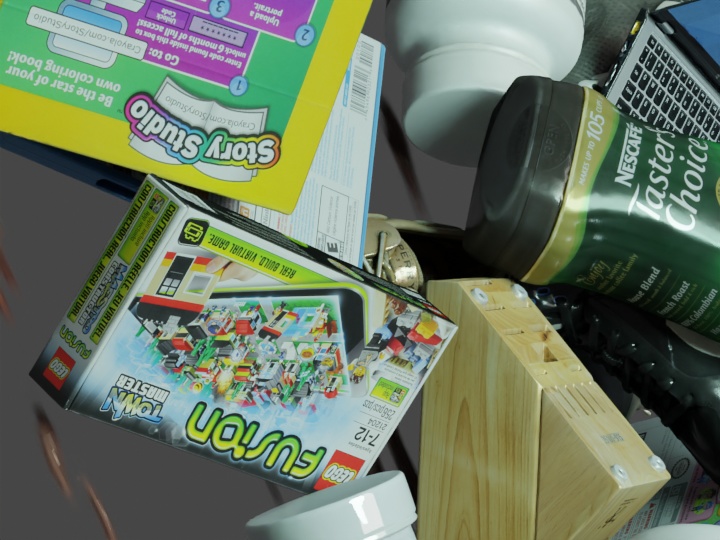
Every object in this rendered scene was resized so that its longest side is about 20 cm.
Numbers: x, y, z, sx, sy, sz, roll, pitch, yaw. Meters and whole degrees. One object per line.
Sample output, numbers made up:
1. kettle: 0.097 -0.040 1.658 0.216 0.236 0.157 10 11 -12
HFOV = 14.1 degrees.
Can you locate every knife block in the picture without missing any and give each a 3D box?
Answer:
1. knife block: 0.061 0.127 1.481 0.200 0.176 0.064 52 24 18

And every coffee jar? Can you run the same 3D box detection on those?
1. coffee jar: 0.155 -0.027 1.505 0.199 0.085 0.105 17 63 -8

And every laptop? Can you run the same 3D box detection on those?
1. laptop: 0.229 -0.074 1.675 0.187 0.116 0.201 36 79 -55

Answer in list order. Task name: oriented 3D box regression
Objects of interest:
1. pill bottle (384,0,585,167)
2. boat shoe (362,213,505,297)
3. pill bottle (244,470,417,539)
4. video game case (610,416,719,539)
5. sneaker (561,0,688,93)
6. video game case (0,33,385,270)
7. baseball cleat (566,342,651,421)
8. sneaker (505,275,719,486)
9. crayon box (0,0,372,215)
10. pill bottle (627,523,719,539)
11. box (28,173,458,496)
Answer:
1. pill bottle: 0.071 -0.163 1.602 0.111 0.110 0.201 34 51 -40
2. boat shoe: 0.000 0.000 1.480 0.200 0.064 0.072 -9 83 -54
3. pill bottle: 0.014 0.203 1.375 0.112 0.112 0.201 -21 93 -54
4. video game case: 0.186 0.141 1.568 0.022 0.181 0.200 51 41 -25
5. sneaker: 0.124 -0.113 1.695 0.200 0.090 0.067 -40 143 -34
6. video game case: -0.078 -0.087 1.410 0.199 0.018 0.144 24 57 -28
7. baseball cleat: 0.102 0.085 1.595 0.106 0.070 0.200 42 39 -16
8. sneaker: 0.133 0.041 1.561 0.111 0.073 0.201 -17 69 -19
9. crayon box: -0.093 -0.134 1.307 0.199 0.058 0.173 16 100 -32
10. pill bottle: 0.152 0.230 1.363 0.113 0.113 0.201 44 48 -34
11. box: -0.051 0.037 1.369 0.200 0.035 0.110 23 101 -46
